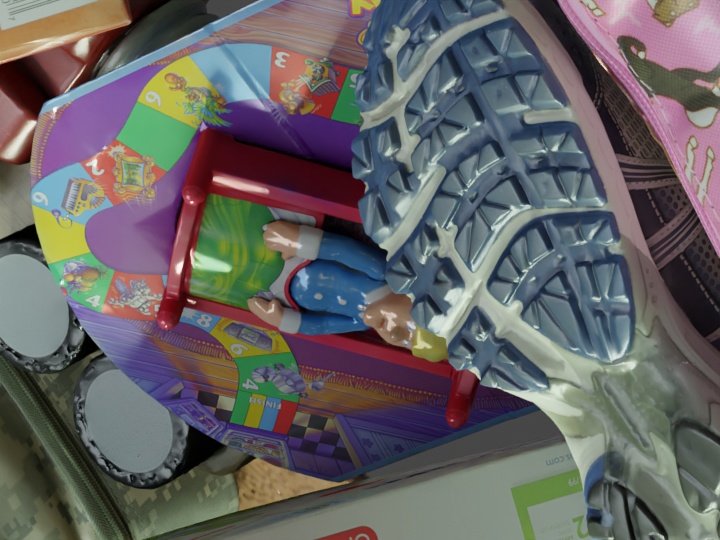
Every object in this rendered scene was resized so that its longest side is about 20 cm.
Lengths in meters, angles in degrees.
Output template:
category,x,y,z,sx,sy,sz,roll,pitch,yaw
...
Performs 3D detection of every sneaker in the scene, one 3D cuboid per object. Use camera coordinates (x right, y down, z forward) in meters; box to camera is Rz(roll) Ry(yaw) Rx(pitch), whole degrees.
category,x,y,z,sx,sy,sz,roll,pitch,yaw
sneaker,0.071,0.004,0.706,0.077,0.085,0.200,-27,93,42

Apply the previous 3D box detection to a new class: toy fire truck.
category,x,y,z,sx,sy,sz,roll,pitch,yaw
toy fire truck,-0.054,-0.051,0.855,0.176,0.129,0.200,47,125,11

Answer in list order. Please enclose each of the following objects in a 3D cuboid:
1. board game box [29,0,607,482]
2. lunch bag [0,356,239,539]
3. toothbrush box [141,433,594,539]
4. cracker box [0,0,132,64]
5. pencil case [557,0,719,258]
category,x,y,z,sx,sy,sz,roll,pitch,yaw
board game box,0.000,0.000,0.764,0.200,0.039,0.158,-22,122,28
lunch bag,-0.165,0.100,1.050,0.139,0.168,0.200,58,147,5
toothbrush box,-0.002,0.107,0.821,0.200,0.146,0.086,-20,85,66
cracker box,-0.116,-0.155,0.801,0.200,0.058,0.134,-111,4,-64
pencil case,0.120,-0.018,0.649,0.083,0.086,0.200,-29,89,51
